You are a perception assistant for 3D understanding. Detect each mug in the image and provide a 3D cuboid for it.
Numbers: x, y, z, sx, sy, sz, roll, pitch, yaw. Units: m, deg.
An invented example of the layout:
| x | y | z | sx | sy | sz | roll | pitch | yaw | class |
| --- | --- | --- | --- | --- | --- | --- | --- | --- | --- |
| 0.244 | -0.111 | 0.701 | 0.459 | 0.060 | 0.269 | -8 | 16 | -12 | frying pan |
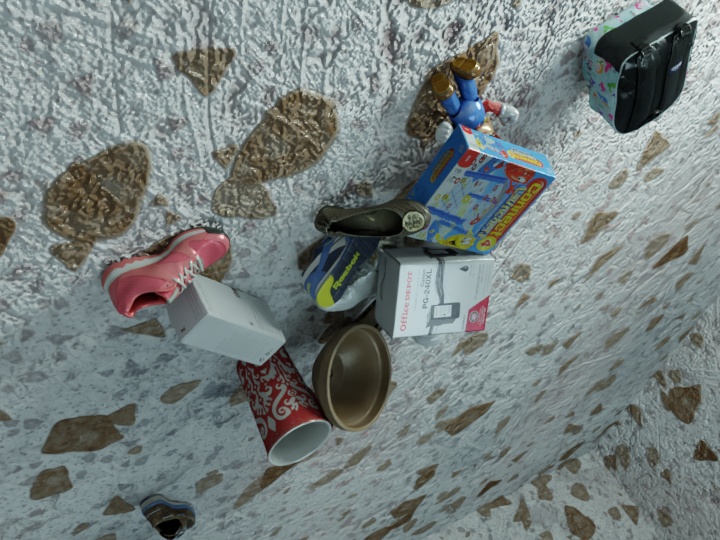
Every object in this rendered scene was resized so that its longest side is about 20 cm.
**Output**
| x | y | z | sx | sy | sz | roll | pitch | yaw | class |
| --- | --- | --- | --- | --- | --- | --- | --- | --- | --- |
| -0.151 | 0.260 | 1.289 | 0.132 | 0.202 | 0.179 | -32 | 147 | -4 | mug |

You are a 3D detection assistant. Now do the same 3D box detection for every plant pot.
| x | y | z | sx | sy | sz | roll | pitch | yaw | class |
| --- | --- | --- | --- | --- | --- | --- | --- | --- | --- |
| -0.031 | 0.204 | 1.285 | 0.199 | 0.091 | 0.207 | -2 | 92 | -52 | plant pot |

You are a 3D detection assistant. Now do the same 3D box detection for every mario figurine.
| x | y | z | sx | sy | sz | roll | pitch | yaw | class |
| --- | --- | --- | --- | --- | --- | --- | --- | --- | --- |
| 0.189 | -0.239 | 1.071 | 0.121 | 0.108 | 0.200 | -9 | 145 | 25 | mario figurine |

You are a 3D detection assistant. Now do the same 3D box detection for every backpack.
| x | y | z | sx | sy | sz | roll | pitch | yaw | class |
| --- | --- | --- | --- | --- | --- | --- | --- | --- | --- |
| 0.482 | -0.351 | 1.158 | 0.175 | 0.152 | 0.202 | -30 | 139 | -3 | backpack |

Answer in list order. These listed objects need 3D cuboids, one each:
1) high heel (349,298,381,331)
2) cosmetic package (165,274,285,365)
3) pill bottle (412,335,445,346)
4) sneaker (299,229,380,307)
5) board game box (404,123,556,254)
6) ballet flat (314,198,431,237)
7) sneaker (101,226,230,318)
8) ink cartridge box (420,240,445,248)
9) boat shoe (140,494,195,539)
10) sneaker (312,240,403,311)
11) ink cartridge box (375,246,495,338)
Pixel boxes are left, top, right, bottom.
| x | y | z | sx | sy | sz | roll | pitch | yaw | class |
| --- | --- | --- | --- | --- | --- | --- | --- | --- | --- |
| 0.001 | 0.118 | 1.340 | 0.199 | 0.072 | 0.143 | -39 | 164 | -8 | high heel |
| -0.224 | 0.083 | 1.105 | 0.074 | 0.102 | 0.199 | -42 | 147 | 11 | cosmetic package |
| 0.137 | 0.065 | 1.374 | 0.109 | 0.112 | 0.202 | -25 | 140 | -13 | pill bottle |
| -0.034 | -0.036 | 1.160 | 0.201 | 0.082 | 0.074 | -52 | 139 | -11 | sneaker |
| 0.190 | -0.126 | 1.110 | 0.192 | 0.057 | 0.201 | 10 | 135 | -29 | board game box |
| 0.017 | -0.079 | 1.077 | 0.195 | 0.047 | 0.069 | 1 | 121 | 13 | ballet flat |
| -0.277 | 0.010 | 0.982 | 0.197 | 0.087 | 0.074 | -26 | 146 | -14 | sneaker |
| 0.191 | -0.109 | 1.266 | 0.196 | 0.068 | 0.118 | -9 | 137 | -33 | ink cartridge box |
| -0.442 | 0.586 | 1.537 | 0.072 | 0.073 | 0.201 | -34 | 146 | 0 | boat shoe |
| 0.000 | 0.000 | 1.234 | 0.197 | 0.074 | 0.117 | -19 | 142 | -40 | sneaker |
| 0.135 | 0.038 | 1.215 | 0.195 | 0.083 | 0.149 | -4 | 112 | -21 | ink cartridge box |
